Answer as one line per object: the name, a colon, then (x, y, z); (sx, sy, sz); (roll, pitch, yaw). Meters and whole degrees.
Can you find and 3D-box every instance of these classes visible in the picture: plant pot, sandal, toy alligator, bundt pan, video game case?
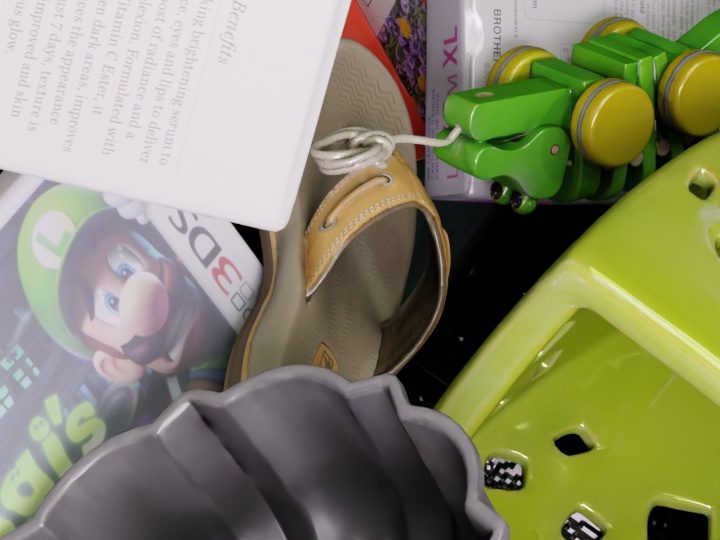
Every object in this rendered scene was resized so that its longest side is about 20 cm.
plant pot: (0.151, 0.054, 0.928); (0.200, 0.199, 0.181); (40, 52, 5)
sandal: (0.000, 0.000, 0.928); (0.080, 0.054, 0.200); (47, 36, -34)
toy alligator: (0.068, -0.045, 0.947); (0.200, 0.054, 0.059); (-20, 29, -30)
bundt pan: (-0.030, 0.129, 0.791); (0.076, 0.202, 0.202); (50, 47, -39)
video game case: (-0.088, 0.066, 0.886); (0.182, 0.023, 0.200); (54, 54, -24)

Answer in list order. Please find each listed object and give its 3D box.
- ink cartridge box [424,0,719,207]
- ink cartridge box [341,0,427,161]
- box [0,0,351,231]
ink cartridge box: (0.119, -0.082, 1.030); (0.200, 0.042, 0.119); (1, 88, -25)
ink cartridge box: (0.043, -0.109, 1.062); (0.200, 0.050, 0.109); (-20, 71, -27)
box: (-0.107, -0.110, 0.847); (0.200, 0.106, 0.152); (12, 25, -9)
